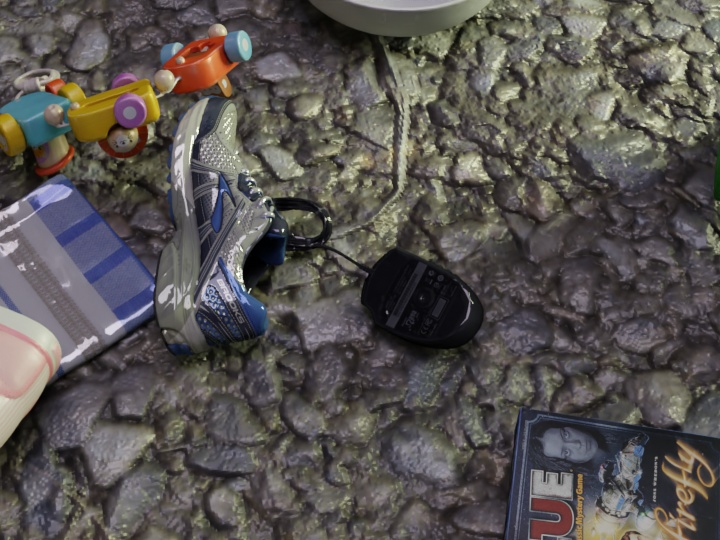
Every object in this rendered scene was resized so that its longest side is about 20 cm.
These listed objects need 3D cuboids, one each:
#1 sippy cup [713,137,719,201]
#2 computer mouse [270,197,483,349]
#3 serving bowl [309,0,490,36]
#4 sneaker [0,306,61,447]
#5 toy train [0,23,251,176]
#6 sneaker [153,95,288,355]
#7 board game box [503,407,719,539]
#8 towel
[{"bbox_3d":[0.330,-0.105,0.945,0.129,0.140,0.178,12,47,19],"label":"sippy cup"},{"bbox_3d":[0.000,0.000,0.942,0.199,0.034,0.059,29,84,23],"label":"computer mouse"},{"bbox_3d":[0.030,-0.263,1.103,0.198,0.066,0.201,1,55,-2],"label":"serving bowl"},{"bbox_3d":[-0.299,0.058,0.829,0.199,0.076,0.105,18,51,2],"label":"sneaker"},{"bbox_3d":[-0.181,-0.123,0.989,0.198,0.056,0.150,-8,27,20],"label":"toy train"},{"bbox_3d":[-0.089,-0.033,0.930,0.084,0.077,0.201,-3,63,7],"label":"sneaker"},{"bbox_3d":[0.152,0.187,0.807,0.134,0.035,0.201,8,55,4],"label":"board game box"},{"bbox_3d":[-0.250,0.024,0.918,0.199,0.024,0.147,-32,62,-22],"label":"towel"}]
